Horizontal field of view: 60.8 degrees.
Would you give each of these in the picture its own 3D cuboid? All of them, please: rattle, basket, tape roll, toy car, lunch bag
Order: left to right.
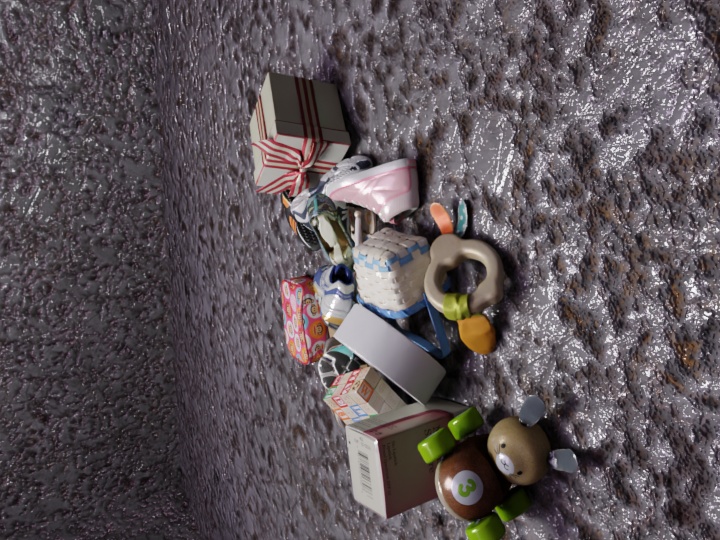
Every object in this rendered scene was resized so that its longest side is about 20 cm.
[{"bbox_3d":[-0.144,0.119,1.517,0.175,0.080,0.206,15,111,60],"label":"lunch bag"},{"bbox_3d":[0.051,0.145,1.059,0.072,0.202,0.201,-53,33,-8],"label":"tape roll"},{"bbox_3d":[0.077,0.040,1.043,0.175,0.137,0.205,22,132,56],"label":"basket"},{"bbox_3d":[0.169,0.004,0.971,0.130,0.142,0.203,-39,42,22],"label":"rattle"},{"bbox_3d":[0.209,0.266,0.869,0.200,0.156,0.167,-45,71,42],"label":"toy car"}]

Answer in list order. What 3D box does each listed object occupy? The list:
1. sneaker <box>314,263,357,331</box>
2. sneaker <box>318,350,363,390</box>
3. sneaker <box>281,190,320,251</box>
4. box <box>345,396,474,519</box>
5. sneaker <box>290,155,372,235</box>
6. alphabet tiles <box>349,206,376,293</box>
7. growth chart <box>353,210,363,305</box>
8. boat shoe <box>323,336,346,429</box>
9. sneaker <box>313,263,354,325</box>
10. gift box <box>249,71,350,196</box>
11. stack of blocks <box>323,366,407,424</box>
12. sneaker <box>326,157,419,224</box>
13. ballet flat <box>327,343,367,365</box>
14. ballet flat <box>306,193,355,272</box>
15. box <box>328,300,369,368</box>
[{"bbox_3d":[-0.045,0.055,1.274,0.201,0.072,0.090,54,132,52],"label":"sneaker"},{"bbox_3d":[-0.011,0.238,1.232,0.199,0.081,0.083,42,165,-16],"label":"sneaker"},{"bbox_3d":[-0.132,-0.111,1.459,0.091,0.068,0.203,96,151,-54],"label":"sneaker"},{"bbox_3d":[0.087,0.307,1.029,0.108,0.195,0.132,-2,97,60],"label":"box"},{"bbox_3d":[-0.033,-0.134,1.247,0.130,0.197,0.080,48,-164,-27],"label":"sneaker"},{"bbox_3d":[0.002,-0.030,1.279,0.199,0.014,0.202,16,111,60],"label":"alphabet tiles"},{"bbox_3d":[0.000,0.000,1.175,0.203,0.017,0.147,87,-177,-48],"label":"growth chart"},{"bbox_3d":[-0.054,0.247,1.355,0.073,0.073,0.206,-4,95,61],"label":"boat shoe"},{"bbox_3d":[-0.041,0.023,1.167,0.201,0.073,0.090,-117,42,-64],"label":"sneaker"},{"bbox_3d":[-0.145,-0.268,1.269,0.185,0.195,0.191,122,140,-54],"label":"gift box"},{"bbox_3d":[0.038,0.277,1.138,0.201,0.059,0.114,48,142,-15],"label":"stack of blocks"},{"bbox_3d":[0.023,-0.128,1.111,0.196,0.075,0.108,-11,93,37],"label":"sneaker"},{"bbox_3d":[0.012,0.160,1.249,0.197,0.066,0.070,-18,74,41],"label":"ballet flat"},{"bbox_3d":[-0.052,-0.055,1.206,0.074,0.074,0.202,35,160,52],"label":"ballet flat"},{"bbox_3d":[-0.025,0.171,1.372,0.162,0.021,0.206,-15,86,62],"label":"box"}]
